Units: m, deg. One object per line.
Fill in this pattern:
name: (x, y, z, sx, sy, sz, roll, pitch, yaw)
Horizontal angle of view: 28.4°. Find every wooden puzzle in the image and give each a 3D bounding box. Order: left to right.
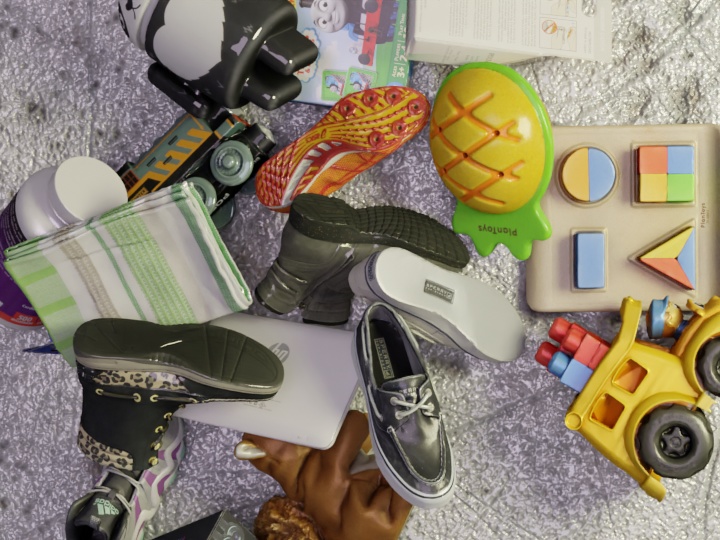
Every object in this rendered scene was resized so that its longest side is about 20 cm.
wooden puzzle: (0.262, -0.051, 1.411, 0.198, 0.046, 0.187, 0, 92, 9)

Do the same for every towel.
towel: (-0.221, 0.010, 1.358, 0.199, 0.031, 0.150, -20, 119, 10)

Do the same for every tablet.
tablet: (-0.090, 0.105, 1.425, 0.199, 0.014, 0.131, 8, 59, 30)

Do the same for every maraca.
maraca: (0.131, -0.107, 1.401, 0.136, 0.107, 0.201, 8, 115, 38)

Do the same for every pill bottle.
pill bottle: (-0.311, -0.029, 1.431, 0.113, 0.112, 0.200, 53, 134, 4)

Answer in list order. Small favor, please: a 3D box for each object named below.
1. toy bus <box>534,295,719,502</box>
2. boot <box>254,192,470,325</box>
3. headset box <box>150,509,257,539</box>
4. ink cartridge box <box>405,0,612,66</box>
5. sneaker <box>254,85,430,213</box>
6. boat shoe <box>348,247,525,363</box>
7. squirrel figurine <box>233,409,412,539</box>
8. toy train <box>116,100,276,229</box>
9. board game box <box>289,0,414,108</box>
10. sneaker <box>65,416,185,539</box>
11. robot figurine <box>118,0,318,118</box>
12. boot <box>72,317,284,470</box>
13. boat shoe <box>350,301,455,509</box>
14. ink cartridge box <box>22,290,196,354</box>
toy bus: (0.274, 0.090, 1.372, 0.191, 0.136, 0.201, 34, 97, 10)
boot: (0.000, 0.000, 1.448, 0.199, 0.068, 0.131, 12, 123, -15)
headset box: (-0.145, 0.342, 1.399, 0.174, 0.093, 0.200, -27, 113, 40)
ink cartridge box: (0.146, -0.278, 1.405, 0.198, 0.050, 0.162, 7, 71, -9)
sneaker: (-0.017, -0.125, 1.436, 0.199, 0.077, 0.073, -28, 78, 17)
boat shoe: (0.074, 0.039, 1.416, 0.199, 0.070, 0.071, 25, 67, -28)
squirrel figurine: (-0.045, 0.225, 1.424, 0.186, 0.142, 0.201, 25, 98, 7)
toy train: (-0.181, -0.092, 1.467, 0.200, 0.085, 0.114, -44, 75, 8)
board game box: (-0.041, -0.245, 1.458, 0.199, 0.037, 0.152, 9, 94, 10)
sneaker: (-0.247, 0.228, 1.455, 0.077, 0.140, 0.201, 19, 95, 8)
robot figurine: (-0.143, -0.238, 1.394, 0.199, 0.125, 0.151, 35, 81, 9)
boot: (-0.183, 0.128, 1.394, 0.202, 0.074, 0.154, 9, 129, -5)
boat shoe: (0.042, 0.122, 1.332, 0.071, 0.068, 0.201, -9, 61, -13)
ink cartridge box: (-0.240, 0.038, 1.458, 0.199, 0.119, 0.042, -22, 83, 9)
